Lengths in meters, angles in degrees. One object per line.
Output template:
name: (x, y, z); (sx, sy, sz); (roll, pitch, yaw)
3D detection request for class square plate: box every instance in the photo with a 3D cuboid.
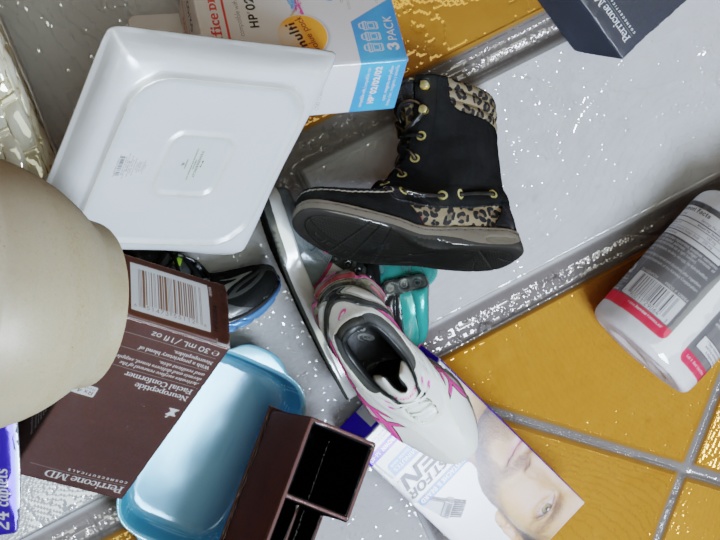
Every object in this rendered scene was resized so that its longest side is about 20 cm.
square plate: (-0.130, -0.084, 1.200); (0.198, 0.028, 0.200); (0, 130, -39)

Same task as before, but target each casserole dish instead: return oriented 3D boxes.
casserole dish: (-0.129, 0.152, 1.368); (0.121, 0.039, 0.200); (25, 93, -19)

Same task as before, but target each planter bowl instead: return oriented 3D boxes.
planter bowl: (-0.244, 0.018, 1.110); (0.135, 0.200, 0.200); (6, 100, -37)

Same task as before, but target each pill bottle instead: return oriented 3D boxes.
pill bottle: (0.310, 0.000, 1.421); (0.111, 0.111, 0.200); (43, 88, -19)

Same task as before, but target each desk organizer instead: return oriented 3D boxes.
desk organizer: (-0.064, 0.218, 1.315); (0.072, 0.077, 0.200); (26, 78, -26)

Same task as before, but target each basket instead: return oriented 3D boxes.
basket: (-0.311, -0.115, 1.216); (0.136, 0.123, 0.200); (-23, 107, -9)

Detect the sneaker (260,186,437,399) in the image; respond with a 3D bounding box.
sneaker: (0.000, 0.000, 1.347); (0.121, 0.084, 0.200); (-26, 114, -5)

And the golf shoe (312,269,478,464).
golf shoe: (0.030, 0.094, 1.302); (0.073, 0.092, 0.200); (-37, 115, 9)

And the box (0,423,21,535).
box: (-0.365, 0.125, 1.219); (0.200, 0.184, 0.105); (-3, 104, -15)

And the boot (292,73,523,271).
boot: (0.037, -0.083, 1.311); (0.200, 0.073, 0.151); (7, 66, -21)

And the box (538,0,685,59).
box: (0.207, -0.310, 1.331); (0.182, 0.104, 0.200); (-41, 109, -5)

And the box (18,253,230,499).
box: (-0.191, 0.086, 1.267); (0.100, 0.075, 0.200); (18, 130, -25)

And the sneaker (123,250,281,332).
sneaker: (-0.161, 0.009, 1.311); (0.200, 0.071, 0.083); (0, 107, -13)

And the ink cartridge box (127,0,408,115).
ink cartridge box: (-0.075, -0.183, 1.269); (0.200, 0.068, 0.115); (-7, 61, -14)

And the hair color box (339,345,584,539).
hair color box: (0.089, 0.173, 1.421); (0.109, 0.065, 0.200); (-47, 111, -3)
